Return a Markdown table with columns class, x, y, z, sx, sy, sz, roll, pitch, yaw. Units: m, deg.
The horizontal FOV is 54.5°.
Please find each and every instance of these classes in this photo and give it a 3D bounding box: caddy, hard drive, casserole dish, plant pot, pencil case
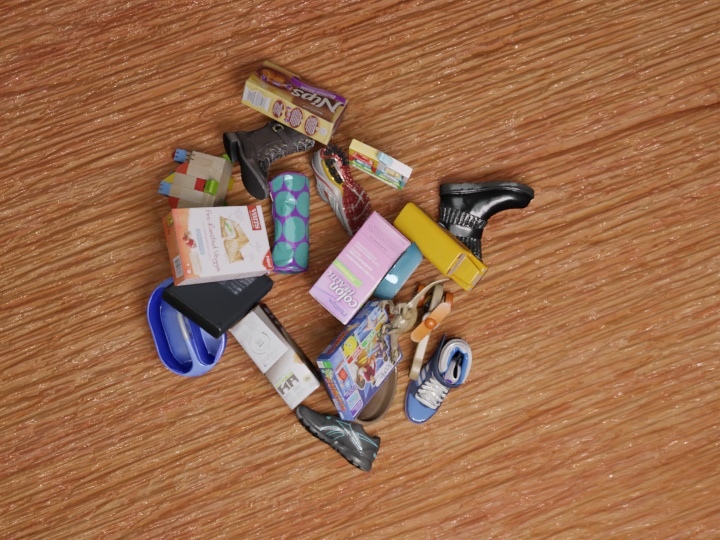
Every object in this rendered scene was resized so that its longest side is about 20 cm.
| class | x | y | z | sx | sy | sz | roll | pitch | yaw |
| --- | --- | --- | --- | --- | --- | --- | --- | --- | --- |
| caddy | -0.350 | 0.112 | 1.420 | 0.138 | 0.105 | 0.204 | -19 | 89 | -1 |
| hard drive | -0.278 | 0.038 | 1.383 | 0.138 | 0.200 | 0.033 | 34 | 125 | 7 |
| casserole dish | 0.077 | 0.009 | 1.388 | 0.039 | 0.200 | 0.122 | 38 | 81 | 4 |
| plant pot | -0.016 | 0.207 | 1.413 | 0.091 | 0.199 | 0.206 | -7 | 88 | 39 |
| pencil case | -0.150 | -0.095 | 1.445 | 0.090 | 0.085 | 0.205 | 0 | 87 | -18 |

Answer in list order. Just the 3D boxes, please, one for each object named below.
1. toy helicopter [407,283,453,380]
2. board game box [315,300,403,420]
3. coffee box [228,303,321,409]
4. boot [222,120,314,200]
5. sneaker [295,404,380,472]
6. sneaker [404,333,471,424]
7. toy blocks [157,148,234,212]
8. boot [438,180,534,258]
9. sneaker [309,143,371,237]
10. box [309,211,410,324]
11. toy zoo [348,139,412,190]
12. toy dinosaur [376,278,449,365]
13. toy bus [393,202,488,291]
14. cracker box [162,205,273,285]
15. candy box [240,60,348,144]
| class | x | y | z | sx | sy | sz | roll | pitch | yaw |
| --- | --- | --- | --- | --- | --- | --- | --- | --- | --- |
| toy helicopter | 0.135 | 0.125 | 1.421 | 0.077 | 0.132 | 0.204 | 16 | 88 | -1 |
| board game box | 0.004 | 0.169 | 1.340 | 0.034 | 0.200 | 0.138 | -5 | 116 | 38 |
| coffee box | -0.168 | 0.171 | 1.420 | 0.079 | 0.114 | 0.201 | -39 | 90 | -2 |
| boot | -0.170 | -0.240 | 1.406 | 0.171 | 0.070 | 0.202 | -19 | 58 | -23 |
| sneaker | -0.046 | 0.331 | 1.448 | 0.198 | 0.075 | 0.080 | 37 | 74 | -6 |
| sneaker | 0.156 | 0.226 | 1.410 | 0.080 | 0.146 | 0.202 | 32 | 87 | 0 |
| toy blocks | -0.351 | -0.166 | 1.447 | 0.134 | 0.100 | 0.205 | 14 | 87 | 11 |
| boot | 0.257 | -0.097 | 1.454 | 0.206 | 0.079 | 0.162 | 0 | 82 | 13 |
| sneaker | -0.042 | -0.162 | 1.462 | 0.077 | 0.081 | 0.203 | -32 | 105 | -36 |
| box | 0.000 | 0.000 | 1.398 | 0.096 | 0.176 | 0.201 | 39 | 88 | 3 |
| toy zoo | 0.037 | -0.211 | 1.397 | 0.129 | 0.200 | 0.021 | 27 | 87 | 0 |
| toy dinosaur | 0.084 | 0.082 | 1.353 | 0.058 | 0.100 | 0.203 | 38 | 104 | 41 |
| toy bus | 0.159 | -0.048 | 1.390 | 0.200 | 0.078 | 0.065 | 46 | 105 | 27 |
| cracker box | -0.275 | -0.052 | 1.365 | 0.197 | 0.057 | 0.137 | -7 | 80 | -41 |
| candy box | -0.133 | -0.346 | 1.437 | 0.197 | 0.117 | 0.057 | 25 | 130 | 0 |
